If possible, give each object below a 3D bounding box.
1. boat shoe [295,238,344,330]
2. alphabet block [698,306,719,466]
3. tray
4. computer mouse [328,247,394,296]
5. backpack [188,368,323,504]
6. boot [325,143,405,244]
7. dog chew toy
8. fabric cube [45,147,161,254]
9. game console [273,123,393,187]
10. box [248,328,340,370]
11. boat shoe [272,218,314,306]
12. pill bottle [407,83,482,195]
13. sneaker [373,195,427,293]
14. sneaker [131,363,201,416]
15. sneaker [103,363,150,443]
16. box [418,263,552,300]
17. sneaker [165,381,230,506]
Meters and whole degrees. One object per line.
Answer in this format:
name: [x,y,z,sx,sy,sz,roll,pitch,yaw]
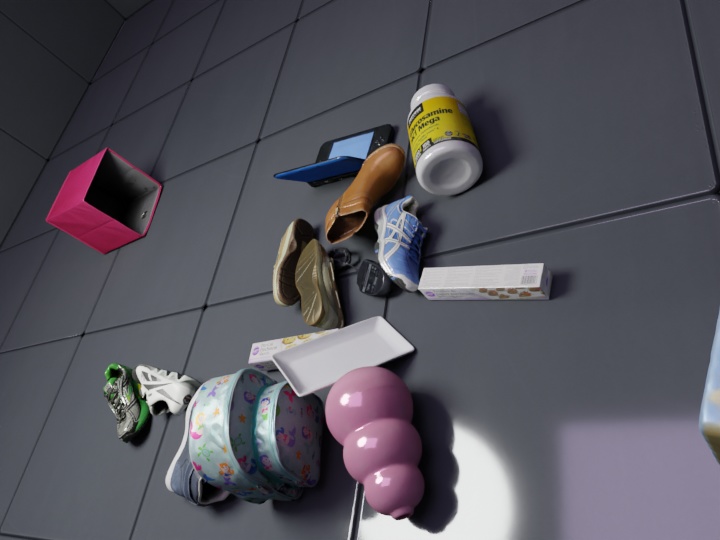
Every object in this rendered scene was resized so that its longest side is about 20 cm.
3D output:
boat shoe: [-0.071,0.026,1.063,0.073,0.063,0.201,-48,36,27]
alphabet block: [0.423,0.096,0.485,0.200,0.196,0.196,4,65,42]
tray: [-0.026,0.133,0.898,0.200,0.022,0.107,-18,34,-25]
computer mouse: [0.000,0.000,1.046,0.200,0.034,0.059,30,107,53]
backpack: [-0.151,0.241,0.864,0.150,0.200,0.178,-21,48,28]
boot: [0.011,-0.135,1.060,0.200,0.074,0.155,-49,11,20]
dog chew toy: [0.027,0.231,0.786,0.124,0.125,0.200,-34,52,17]
fabric cube: [-0.737,-0.194,1.689,0.199,0.200,0.196,-18,51,33]
game console: [-0.055,-0.245,1.203,0.200,0.118,0.171,-6,57,37]
box: [-0.107,0.140,1.011,0.200,0.039,0.041,-13,53,34]
boat shoe: [-0.140,-0.007,1.148,0.076,0.072,0.200,-31,35,40]
pill bottle: [0.143,-0.238,1.032,0.112,0.112,0.200,-27,46,23]
sneaker: [0.072,-0.051,0.982,0.077,0.076,0.200,-32,46,25]
sneaker: [-0.415,0.245,1.181,0.200,0.074,0.089,1,60,41]
sneaker: [-0.503,0.278,1.225,0.078,0.085,0.200,-44,43,6]
box: [0.181,0.018,0.865,0.200,0.039,0.041,-3,57,39]
sneaker: [-0.251,0.294,0.992,0.146,0.077,0.203,-3,68,52]
